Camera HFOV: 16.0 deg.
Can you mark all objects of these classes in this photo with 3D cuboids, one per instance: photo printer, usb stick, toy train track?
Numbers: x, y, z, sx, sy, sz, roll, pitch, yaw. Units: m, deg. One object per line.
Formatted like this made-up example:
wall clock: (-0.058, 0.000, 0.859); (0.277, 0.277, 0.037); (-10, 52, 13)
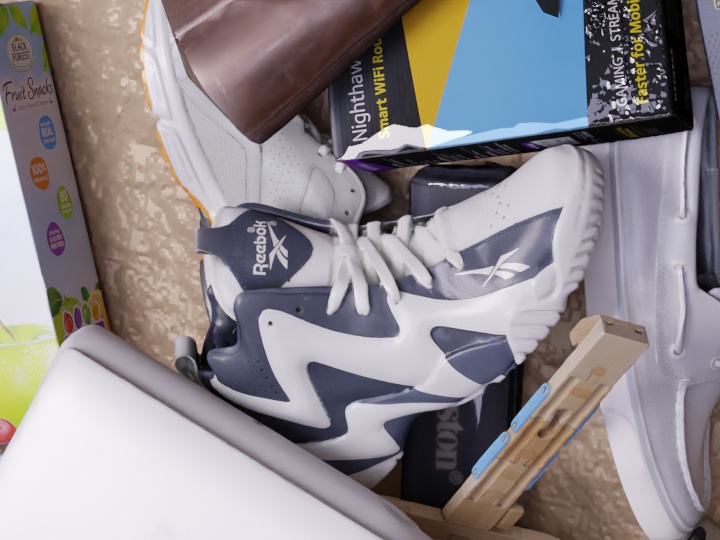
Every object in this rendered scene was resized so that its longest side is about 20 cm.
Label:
photo printer: (-0.071, 0.142, 1.074); (0.200, 0.069, 0.167); (31, 97, 11)
usb stick: (0.046, 0.049, 1.162); (0.055, 0.033, 0.200); (3, 101, 8)
toy train track: (0.059, 0.080, 1.105); (0.115, 0.033, 0.200); (15, 133, -25)

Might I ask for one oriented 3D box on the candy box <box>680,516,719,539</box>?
candy box: (0.098, 0.211, 1.121); (0.061, 0.136, 0.200); (42, 108, 3)

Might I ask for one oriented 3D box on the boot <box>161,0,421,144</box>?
boot: (-0.024, -0.175, 1.068); (0.200, 0.064, 0.187); (-35, 71, 19)

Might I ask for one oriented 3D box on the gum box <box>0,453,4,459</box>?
gum box: (-0.174, 0.177, 1.194); (0.200, 0.045, 0.170); (-17, 81, 36)

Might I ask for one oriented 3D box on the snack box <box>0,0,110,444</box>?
snack box: (-0.217, -0.013, 1.211); (0.168, 0.068, 0.200); (-12, 94, 18)

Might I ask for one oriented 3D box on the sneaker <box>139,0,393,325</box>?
sneaker: (-0.036, -0.050, 1.156); (0.092, 0.076, 0.200); (-14, 103, 10)

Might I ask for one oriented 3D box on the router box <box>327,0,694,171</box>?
router box: (0.057, -0.149, 1.091); (0.149, 0.051, 0.200); (-7, 82, 18)

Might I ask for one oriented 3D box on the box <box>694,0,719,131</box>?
box: (0.218, -0.130, 1.071); (0.157, 0.051, 0.200); (-9, 98, 16)

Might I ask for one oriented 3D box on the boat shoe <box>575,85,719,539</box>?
boat shoe: (0.140, 0.017, 1.116); (0.068, 0.072, 0.200); (-6, 88, 20)

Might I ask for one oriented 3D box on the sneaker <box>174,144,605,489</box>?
sneaker: (0.000, 0.000, 1.080); (0.130, 0.080, 0.199); (32, 124, -24)
